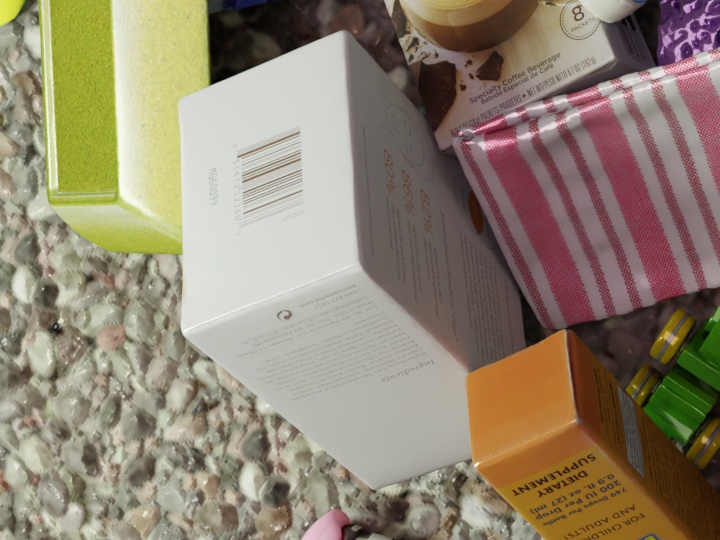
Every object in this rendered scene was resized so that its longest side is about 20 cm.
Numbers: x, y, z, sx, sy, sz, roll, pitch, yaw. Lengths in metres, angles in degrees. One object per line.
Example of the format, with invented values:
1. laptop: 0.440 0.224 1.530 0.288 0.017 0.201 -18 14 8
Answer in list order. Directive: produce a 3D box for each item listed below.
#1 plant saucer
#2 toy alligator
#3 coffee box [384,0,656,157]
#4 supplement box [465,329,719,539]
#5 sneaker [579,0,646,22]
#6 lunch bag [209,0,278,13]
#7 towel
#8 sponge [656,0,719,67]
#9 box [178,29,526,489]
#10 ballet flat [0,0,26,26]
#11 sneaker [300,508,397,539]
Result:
1. plant saucer: -0.142 -0.108 1.240 0.200 0.048 0.201 -177 84 -66
2. toy alligator: 0.194 0.038 1.153 0.059 0.054 0.200 34 121 10
3. coffee box: 0.071 -0.173 1.186 0.113 0.080 0.201 -27 73 23
4. supplement box: 0.134 0.118 1.121 0.066 0.200 0.069 -27 42 22
5. sneaker: 0.143 -0.238 1.118 0.111 0.077 0.201 -30 57 32
6. lunch bag: -0.070 -0.242 1.203 0.161 0.082 0.200 70 156 14
7. towel: 0.162 -0.042 1.139 0.199 0.030 0.147 -16 128 19
8. sponge: 0.258 -0.122 1.150 0.199 0.030 0.112 4 93 23
9. box: 0.000 0.000 1.144 0.106 0.200 0.153 -20 52 22
10. ballet flat: -0.230 -0.253 1.332 0.067 0.067 0.201 14 97 22
11. sneaker: -0.003 0.244 1.250 0.095 0.079 0.201 12 97 11
